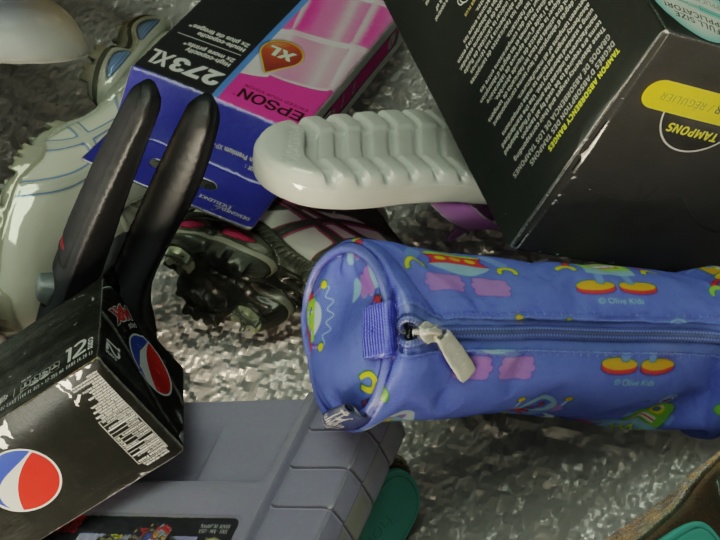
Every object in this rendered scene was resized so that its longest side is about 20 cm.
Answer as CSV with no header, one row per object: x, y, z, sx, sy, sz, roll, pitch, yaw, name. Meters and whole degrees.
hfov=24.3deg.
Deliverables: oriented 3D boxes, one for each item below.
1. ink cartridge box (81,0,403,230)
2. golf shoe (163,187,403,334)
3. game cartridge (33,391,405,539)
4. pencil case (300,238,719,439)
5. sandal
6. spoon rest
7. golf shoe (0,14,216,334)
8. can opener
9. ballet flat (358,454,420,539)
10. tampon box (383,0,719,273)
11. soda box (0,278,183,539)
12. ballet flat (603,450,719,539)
-0.053,-0.102,0.861,0.095,0.037,0.200,23,45,11,ink cartridge box
0.000,0.000,0.807,0.200,0.077,0.088,22,54,24,golf shoe
-0.089,0.111,0.732,0.200,0.038,0.130,-5,38,34,game cartridge
0.074,0.031,0.702,0.200,0.087,0.078,4,88,-24,pencil case
0.042,-0.042,0.813,0.202,0.050,0.082,3,33,-19,sandal
-0.202,-0.134,0.923,0.099,0.061,0.200,0,20,-11,spoon rest
-0.121,-0.047,0.873,0.097,0.078,0.200,18,64,19,golf shoe
-0.115,-0.010,0.774,0.063,0.200,0.079,0,50,-23,can opener
-0.046,0.158,0.722,0.075,0.068,0.200,7,53,36,ballet flat
0.122,-0.112,0.774,0.150,0.126,0.200,7,42,-32,tampon box
-0.175,0.091,0.743,0.200,0.063,0.071,-31,28,11,soda box
0.137,0.114,0.684,0.200,0.067,0.068,-18,82,-34,ballet flat
